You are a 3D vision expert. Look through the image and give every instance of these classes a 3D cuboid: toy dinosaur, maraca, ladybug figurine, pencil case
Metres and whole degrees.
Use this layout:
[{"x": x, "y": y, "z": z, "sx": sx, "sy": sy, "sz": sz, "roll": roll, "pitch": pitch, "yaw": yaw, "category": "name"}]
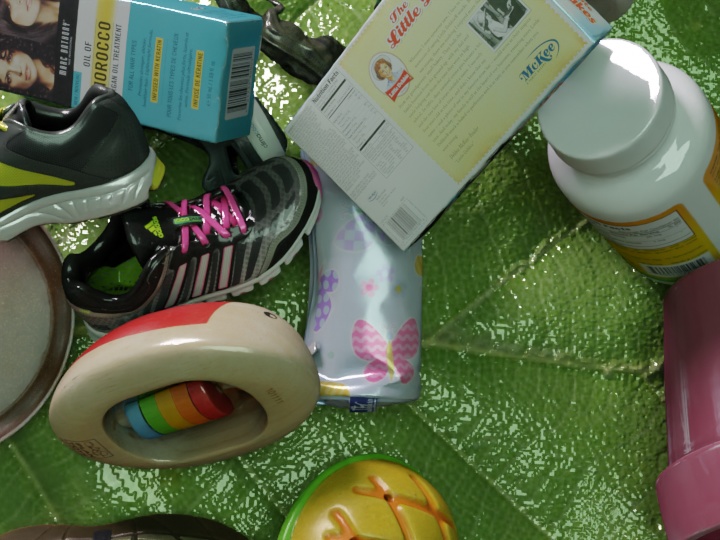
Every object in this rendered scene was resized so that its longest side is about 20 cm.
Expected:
[{"x": -0.033, "y": -0.153, "z": 0.951, "sx": 0.199, "sy": 0.088, "sz": 0.048, "roll": 33, "pitch": 105, "yaw": -15, "category": "toy dinosaur"}, {"x": -0.006, "y": 0.210, "z": 0.881, "sx": 0.137, "sy": 0.107, "sz": 0.200, "roll": 49, "pitch": 52, "yaw": -8, "category": "maraca"}, {"x": -0.120, "y": 0.074, "z": 0.895, "sx": 0.199, "sy": 0.136, "sz": 0.072, "roll": -16, "pitch": 49, "yaw": 19, "category": "ladybug figurine"}, {"x": 0.000, "y": 0.000, "z": 0.939, "sx": 0.090, "sy": 0.083, "sz": 0.202, "roll": 2, "pitch": 82, "yaw": 3, "category": "pencil case"}]

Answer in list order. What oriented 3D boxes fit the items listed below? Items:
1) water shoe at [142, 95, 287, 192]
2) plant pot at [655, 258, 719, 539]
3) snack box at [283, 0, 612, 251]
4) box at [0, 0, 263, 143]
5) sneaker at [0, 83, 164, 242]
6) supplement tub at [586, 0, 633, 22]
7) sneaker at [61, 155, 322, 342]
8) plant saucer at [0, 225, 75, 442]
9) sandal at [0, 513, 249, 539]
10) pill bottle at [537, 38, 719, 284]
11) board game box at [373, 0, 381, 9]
[{"x": -0.139, "y": -0.139, "z": 0.951, "sx": 0.079, "sy": 0.072, "sz": 0.200, "roll": -41, "pitch": 85, "yaw": -1, "category": "water shoe"}, {"x": 0.288, "y": 0.089, "z": 0.908, "sx": 0.198, "sy": 0.200, "sz": 0.180, "roll": -7, "pitch": 67, "yaw": -6, "category": "plant pot"}, {"x": 0.049, "y": -0.118, "z": 0.834, "sx": 0.116, "sy": 0.200, "sz": 0.037, "roll": 45, "pitch": 36, "yaw": 4, "category": "snack box"}, {"x": -0.167, "y": -0.149, "z": 0.908, "sx": 0.199, "sy": 0.049, "sz": 0.083, "roll": 15, "pitch": 108, "yaw": 22, "category": "box"}, {"x": -0.233, "y": -0.069, "z": 0.880, "sx": 0.199, "sy": 0.075, "sz": 0.085, "roll": -16, "pitch": 118, "yaw": -2, "category": "sneaker"}, {"x": 0.139, "y": -0.290, "z": 0.958, "sx": 0.144, "sy": 0.145, "sz": 0.202, "roll": 10, "pitch": 82, "yaw": -4, "category": "supplement tub"}, {"x": -0.119, "y": -0.020, "z": 0.903, "sx": 0.199, "sy": 0.087, "sz": 0.074, "roll": -30, "pitch": 60, "yaw": 7, "category": "sneaker"}, {"x": -0.298, "y": 0.033, "z": 0.932, "sx": 0.199, "sy": 0.034, "sz": 0.202, "roll": 1, "pitch": 82, "yaw": -4, "category": "plant saucer"}, {"x": -0.159, "y": 0.210, "z": 0.905, "sx": 0.198, "sy": 0.080, "sz": 0.054, "roll": -2, "pitch": 116, "yaw": -2, "category": "sandal"}, {"x": 0.193, "y": -0.073, "z": 0.896, "sx": 0.110, "sy": 0.200, "sz": 0.112, "roll": -12, "pitch": 65, "yaw": 26, "category": "pill bottle"}, {"x": 0.076, "y": -0.174, "z": 0.909, "sx": 0.029, "sy": 0.200, "sz": 0.135, "roll": -43, "pitch": 88, "yaw": -12, "category": "board game box"}]
